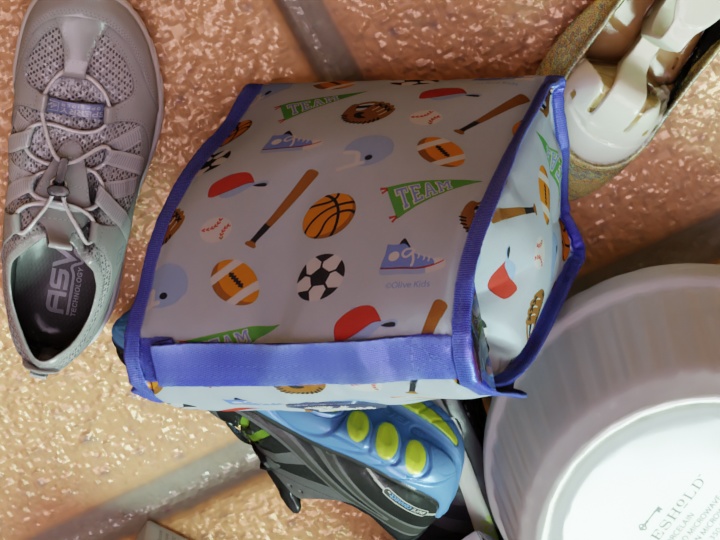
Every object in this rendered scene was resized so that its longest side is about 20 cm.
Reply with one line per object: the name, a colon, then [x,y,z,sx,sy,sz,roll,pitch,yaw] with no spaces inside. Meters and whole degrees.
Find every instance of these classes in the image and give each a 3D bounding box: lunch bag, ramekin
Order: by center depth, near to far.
lunch bag: [0.000,0.000,1.112,0.169,0.200,0.124,-3,116,19]
ramekin: [0.159,0.107,1.157,0.201,0.094,0.203,0,116,0]

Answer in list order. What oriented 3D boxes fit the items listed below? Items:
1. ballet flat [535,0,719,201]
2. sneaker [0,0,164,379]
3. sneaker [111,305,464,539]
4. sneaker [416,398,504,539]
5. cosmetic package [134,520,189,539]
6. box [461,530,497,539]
ballet flat: [0.137,-0.106,1.154,0.071,0.071,0.200,31,112,-14]
sneaker: [-0.136,-0.040,1.178,0.074,0.082,0.201,4,116,-1]
sneaker: [-0.043,0.075,1.207,0.199,0.071,0.083,27,129,17]
sneaker: [0.028,0.099,1.250,0.082,0.072,0.201,-18,114,10]
cosmetic package: [-0.049,0.230,1.295,0.199,0.108,0.085,29,113,-12]
box: [0.107,0.255,1.221,0.097,0.200,0.176,-38,141,17]
